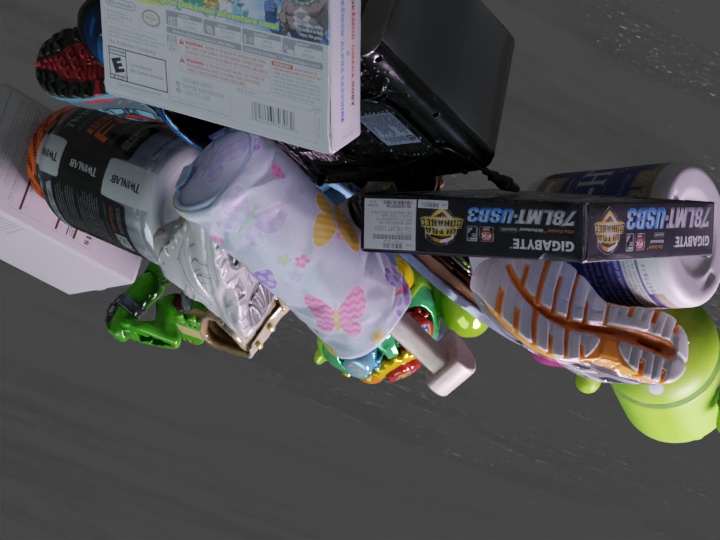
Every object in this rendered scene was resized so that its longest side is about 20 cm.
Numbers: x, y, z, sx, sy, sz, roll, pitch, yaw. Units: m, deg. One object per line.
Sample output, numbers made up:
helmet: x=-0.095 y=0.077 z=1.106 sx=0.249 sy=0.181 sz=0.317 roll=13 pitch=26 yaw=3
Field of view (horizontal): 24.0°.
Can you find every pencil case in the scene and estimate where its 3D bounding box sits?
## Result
pencil case: x=-0.051 y=-0.018 z=1.279 sx=0.090 sy=0.083 sz=0.200 roll=-28 pitch=124 yaw=31

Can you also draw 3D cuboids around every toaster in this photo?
toaster: x=0.005 y=-0.147 z=1.266 sx=0.180 sy=0.119 sz=0.200 roll=-2 pitch=153 yaw=38

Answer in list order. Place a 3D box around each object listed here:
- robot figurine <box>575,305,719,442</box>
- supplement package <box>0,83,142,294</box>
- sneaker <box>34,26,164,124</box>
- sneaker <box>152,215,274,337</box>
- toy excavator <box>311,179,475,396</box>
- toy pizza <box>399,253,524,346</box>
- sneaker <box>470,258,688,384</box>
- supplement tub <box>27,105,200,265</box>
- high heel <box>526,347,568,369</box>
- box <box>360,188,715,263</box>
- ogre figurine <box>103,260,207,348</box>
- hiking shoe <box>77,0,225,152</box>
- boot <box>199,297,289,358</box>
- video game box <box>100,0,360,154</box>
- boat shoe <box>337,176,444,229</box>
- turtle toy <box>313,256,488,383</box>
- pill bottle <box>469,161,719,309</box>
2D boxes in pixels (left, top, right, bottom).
robot figurine: x=0.302 y=0.095 z=1.659 sx=0.175 sy=0.116 sz=0.200 roll=19 pitch=162 yaw=28
supplement package: x=-0.312 y=-0.074 z=1.650 sx=0.200 sy=0.120 sz=0.121 roll=32 pitch=154 yaw=-36
sneaker: x=-0.169 y=-0.162 z=1.435 sx=0.199 sy=0.080 sz=0.095 roll=13 pitch=176 yaw=17
sneaker: x=-0.130 y=-0.021 z=1.380 sx=0.099 sy=0.078 sz=0.201 roll=21 pitch=148 yaw=17
toy excavator: x=0.000 y=0.000 z=1.430 sx=0.100 sy=0.201 sz=0.194 roll=-40 pitch=133 yaw=17
toy pizza: x=0.093 y=-0.003 z=1.561 sx=0.200 sy=0.032 sz=0.200 roll=38 pitch=-170 yaw=-8
sneaker: x=0.167 y=0.047 z=1.370 sx=0.199 sy=0.079 sz=0.077 roll=26 pitch=160 yaw=-22
supplement tub: x=-0.204 y=-0.081 z=1.518 sx=0.199 sy=0.123 sz=0.122 roll=20 pitch=167 yaw=42
high heel: x=0.222 y=0.039 z=1.621 sx=0.096 sy=0.068 sz=0.200 roll=34 pitch=152 yaw=-18
box: x=0.135 y=-0.035 z=1.278 sx=0.198 sy=0.050 sz=0.199 roll=6 pitch=-173 yaw=37
ogre figurine: x=-0.180 y=0.019 z=1.792 sx=0.098 sy=0.121 sz=0.200 roll=30 pitch=153 yaw=-24
hiking shoe: x=-0.146 y=-0.156 z=1.333 sx=0.200 sy=0.075 sz=0.087 roll=38 pitch=-177 yaw=8
boot: x=-0.071 y=0.009 z=1.624 sx=0.073 sy=0.156 sz=0.200 roll=47 pitch=154 yaw=-17
video game box: x=-0.092 y=-0.190 z=1.148 sx=0.199 sy=0.047 sz=0.183 roll=17 pitch=125 yaw=27
boat shoe: x=0.038 y=-0.066 z=1.410 sx=0.059 sy=0.200 sz=0.072 roll=-32 pitch=95 yaw=24
turtle toy: x=0.043 y=0.049 z=1.694 sx=0.199 sy=0.102 sz=0.146 roll=-29 pitch=168 yaw=5
pill bottle: x=0.196 y=-0.025 z=1.434 sx=0.199 sy=0.120 sz=0.120 roll=-4 pitch=151 yaw=39
